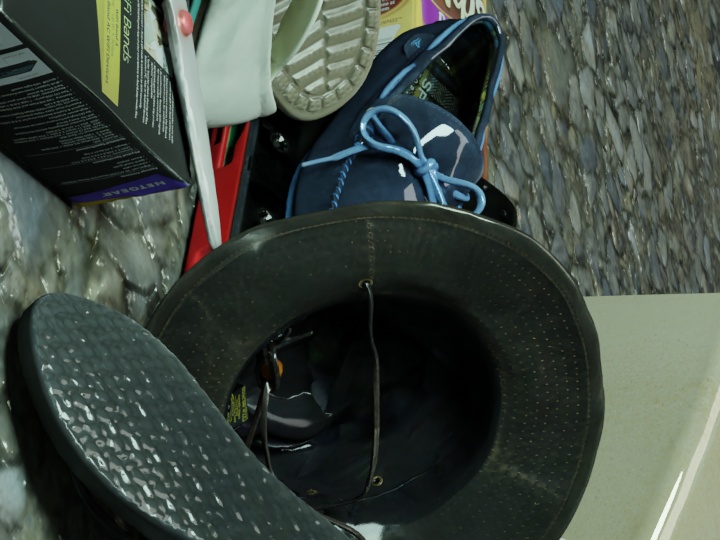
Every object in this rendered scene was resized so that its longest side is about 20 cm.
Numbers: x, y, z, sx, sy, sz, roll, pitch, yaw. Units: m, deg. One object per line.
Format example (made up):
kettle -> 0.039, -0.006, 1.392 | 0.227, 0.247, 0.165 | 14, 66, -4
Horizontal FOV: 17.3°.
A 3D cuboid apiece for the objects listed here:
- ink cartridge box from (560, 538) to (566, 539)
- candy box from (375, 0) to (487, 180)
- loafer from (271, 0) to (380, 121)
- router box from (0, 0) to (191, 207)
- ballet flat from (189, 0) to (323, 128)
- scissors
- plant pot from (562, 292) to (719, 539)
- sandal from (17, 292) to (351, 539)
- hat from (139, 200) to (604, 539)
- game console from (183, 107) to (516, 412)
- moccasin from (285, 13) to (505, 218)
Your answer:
ink cartridge box -> 0.090, 0.201, 1.050 | 0.044, 0.173, 0.200 | -53, 154, -40
candy box -> 0.028, -0.133, 1.318 | 0.117, 0.056, 0.200 | 53, 31, -52
loafer -> -0.051, -0.164, 1.055 | 0.076, 0.068, 0.200 | -25, 107, -24
router box -> -0.119, -0.146, 0.895 | 0.157, 0.052, 0.201 | 46, 38, -60
ballet flat -> -0.039, -0.146, 0.975 | 0.069, 0.069, 0.200 | -68, 176, -58
scissors -> -0.070, -0.109, 0.917 | 0.073, 0.014, 0.200 | -60, 137, -64
plant pot -> 0.119, 0.145, 1.250 | 0.200, 0.199, 0.177 | 65, 35, -38
sandal -> -0.066, 0.092, 0.893 | 0.200, 0.048, 0.075 | 47, 33, -20
hat -> -0.004, 0.053, 0.972 | 0.081, 0.200, 0.201 | -129, -159, -71
game console -> 0.000, 0.000, 1.091 | 0.177, 0.031, 0.200 | 35, 42, -28
moccasin -> 0.018, -0.056, 1.069 | 0.080, 0.068, 0.200 | 39, 41, -23
